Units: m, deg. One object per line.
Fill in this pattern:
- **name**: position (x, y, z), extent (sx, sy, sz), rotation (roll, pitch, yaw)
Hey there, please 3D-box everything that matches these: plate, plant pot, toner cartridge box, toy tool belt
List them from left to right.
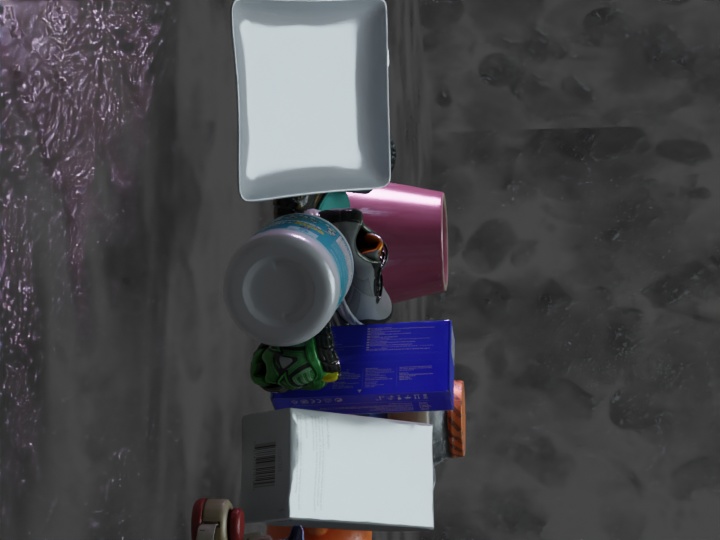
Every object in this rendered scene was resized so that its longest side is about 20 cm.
- **toy tool belt**: position (-0.074, 0.278, 1.417), extent (0.125, 0.122, 0.200), rotation (-82, 169, -55)
- **plate**: position (-0.054, -0.177, 1.644), extent (0.199, 0.032, 0.201), rotation (-8, 100, -39)
- **toner cartridge box**: position (0.004, 0.109, 1.790), extent (0.043, 0.199, 0.095), rotation (75, 16, -52)
- **plant pot**: position (0.021, -0.035, 2.069), extent (0.200, 0.178, 0.201), rotation (-2, 90, -84)

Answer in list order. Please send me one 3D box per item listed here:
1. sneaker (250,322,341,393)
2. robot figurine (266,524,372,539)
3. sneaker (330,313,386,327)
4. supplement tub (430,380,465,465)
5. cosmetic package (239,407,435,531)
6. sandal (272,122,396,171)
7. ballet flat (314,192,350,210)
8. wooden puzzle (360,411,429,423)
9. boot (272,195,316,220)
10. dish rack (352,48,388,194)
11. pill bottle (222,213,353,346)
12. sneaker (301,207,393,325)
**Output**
- **sneaker**: position (-0.078, 0.089, 1.677), extent (0.200, 0.085, 0.078), rotation (136, -57, -79)
- **robot figurine**: position (-0.044, 0.262, 1.732), extent (0.144, 0.116, 0.201), rotation (27, 58, -48)
- **sneaker**: position (0.009, 0.106, 1.962), extent (0.088, 0.075, 0.201), rotation (167, -86, -77)
- **supplement tub**: position (0.031, 0.188, 2.026), extent (0.123, 0.199, 0.123), rotation (0, 90, -83)
- **cosmetic package**: position (-0.020, 0.203, 1.622), extent (0.200, 0.081, 0.113), rotation (14, 71, -41)
- **sandal**: position (-0.042, -0.136, 1.722), extent (0.200, 0.048, 0.076), rotation (6, 110, -43)
- **ballet flat**: position (-0.059, -0.030, 1.876), extent (0.069, 0.063, 0.200), rotation (58, 27, -30)
- **wooden puzzle**: position (-0.007, 0.182, 1.885), extent (0.046, 0.200, 0.186), rotation (-9, 101, -45)
- **boot**: position (-0.073, -0.119, 1.767), extent (0.200, 0.077, 0.139), rotation (51, 49, -67)
- **dish rack**: position (-0.015, -0.197, 1.951), extent (0.171, 0.043, 0.201), rotation (11, -75, 54)
- **pill bottle**: position (-0.066, 0.004, 1.594), extent (0.200, 0.110, 0.111), rotation (-58, 147, -79)
- **sneaker**: position (0.000, 0.000, 1.808), extent (0.200, 0.079, 0.074), rotation (57, 28, -49)
